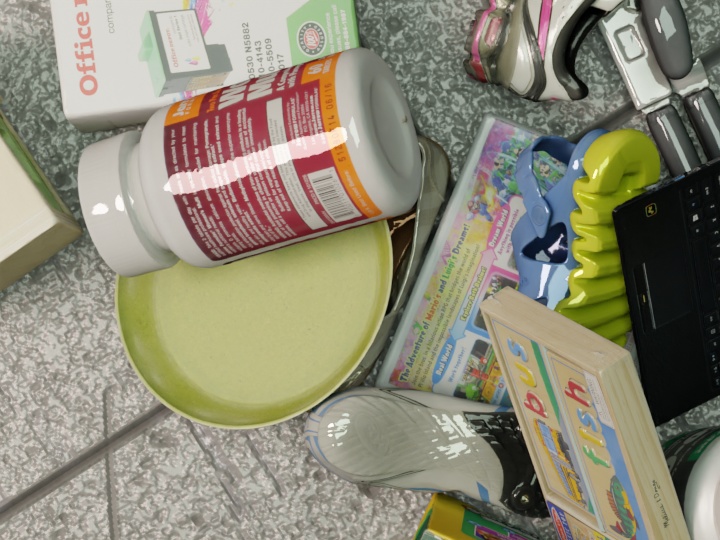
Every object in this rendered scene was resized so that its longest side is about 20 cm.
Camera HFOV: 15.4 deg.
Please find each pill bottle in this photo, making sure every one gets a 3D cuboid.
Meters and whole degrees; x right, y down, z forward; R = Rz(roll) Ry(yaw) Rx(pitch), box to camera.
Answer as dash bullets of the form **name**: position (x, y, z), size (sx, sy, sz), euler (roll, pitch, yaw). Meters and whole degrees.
- **pill bottle**: position (-0.071, -0.064, 1.688), size (0.200, 0.110, 0.110), euler (-15, 87, 19)
- **pill bottle**: position (0.246, 0.151, 1.669), size (0.113, 0.200, 0.113), euler (1, 84, -10)

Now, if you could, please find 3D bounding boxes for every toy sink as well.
- **toy sink**: position (-0.281, -0.082, 1.735), size (0.112, 0.130, 0.200), euler (-35, 86, 0)

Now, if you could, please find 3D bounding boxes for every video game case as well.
- **video game case**: position (0.129, 0.021, 1.754), size (0.182, 0.024, 0.200), euler (23, 101, 3)

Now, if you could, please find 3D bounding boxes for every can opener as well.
- **can opener**: position (0.215, -0.098, 1.758), size (0.053, 0.066, 0.200), euler (-24, 92, 2)

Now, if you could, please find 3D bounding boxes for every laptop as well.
- **laptop**: position (0.279, 0.012, 1.686), size (0.200, 0.103, 0.177), euler (-25, 125, -16)

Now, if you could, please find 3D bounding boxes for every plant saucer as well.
- **plant saucer**: position (-0.066, 0.008, 1.745), size (0.200, 0.031, 0.200), euler (-6, 74, 23)

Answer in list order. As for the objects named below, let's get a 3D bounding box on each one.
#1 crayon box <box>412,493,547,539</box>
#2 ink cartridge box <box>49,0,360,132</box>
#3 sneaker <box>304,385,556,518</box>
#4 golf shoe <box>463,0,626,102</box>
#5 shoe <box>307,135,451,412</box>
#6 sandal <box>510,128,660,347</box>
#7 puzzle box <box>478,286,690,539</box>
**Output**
- **crayon box**: position (0.124, 0.215, 1.688), size (0.200, 0.173, 0.058), euler (24, 94, 2)
- **ink cartridge box**: position (-0.103, -0.177, 1.756), size (0.200, 0.084, 0.145), euler (-8, 87, 2)
- **sneaker**: position (0.060, 0.114, 1.732), size (0.200, 0.072, 0.072), euler (13, 95, -14)
- **golf shoe**: position (0.143, -0.207, 1.750), size (0.092, 0.073, 0.200), euler (21, 94, 21)
- **shoe**: position (0.000, 0.000, 1.761), size (0.070, 0.053, 0.200), euler (24, 88, 2)
- **sandal**: position (0.131, -0.007, 1.709), size (0.087, 0.079, 0.200), euler (28, 113, 40)
- **puzzle box**: position (0.144, 0.114, 1.641), size (0.025, 0.133, 0.200), euler (-31, 120, -19)
